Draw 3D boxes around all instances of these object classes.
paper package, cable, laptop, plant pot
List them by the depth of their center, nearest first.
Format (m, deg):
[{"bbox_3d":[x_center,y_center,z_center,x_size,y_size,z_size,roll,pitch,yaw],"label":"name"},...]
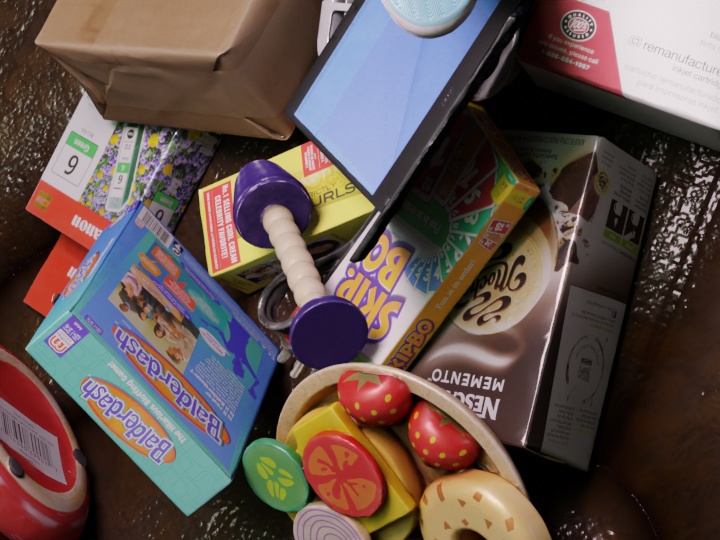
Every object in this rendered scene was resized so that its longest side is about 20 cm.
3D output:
[{"bbox_3d":[0.020,-0.123,1.386,0.103,0.200,0.178,33,107,0],"label":"laptop"},{"bbox_3d":[0.000,0.000,1.517,0.097,0.050,0.201,44,110,32],"label":"cable"},{"bbox_3d":[-0.105,-0.209,1.609,0.189,0.104,0.201,8,64,35],"label":"paper package"},{"bbox_3d":[-0.309,0.154,1.615,0.182,0.200,0.201,-33,58,14],"label":"plant pot"}]

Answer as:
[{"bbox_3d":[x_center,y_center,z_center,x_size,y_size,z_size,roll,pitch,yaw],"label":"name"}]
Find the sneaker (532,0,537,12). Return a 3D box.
[{"bbox_3d":[0.135,-0.241,1.498,0.088,0.075,0.202,-23,66,20],"label":"sneaker"}]

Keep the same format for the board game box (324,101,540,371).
[{"bbox_3d":[0.032,-0.004,1.427,0.201,0.030,0.096,-56,38,22],"label":"board game box"}]

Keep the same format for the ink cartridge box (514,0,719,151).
[{"bbox_3d":[0.202,-0.194,1.399,0.146,0.083,0.202,21,88,16],"label":"ink cartridge box"}]

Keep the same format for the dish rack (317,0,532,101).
[{"bbox_3d":[0.055,-0.215,1.470,0.171,0.043,0.202,11,95,42],"label":"dish rack"}]

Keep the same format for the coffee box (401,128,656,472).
[{"bbox_3d":[0.104,0.017,1.429,0.112,0.080,0.202,6,79,39],"label":"coffee box"}]

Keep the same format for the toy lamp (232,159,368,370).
[{"bbox_3d":[-0.046,-0.011,1.468,0.058,0.058,0.200,-47,31,14],"label":"toy lamp"}]

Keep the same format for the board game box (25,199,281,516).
[{"bbox_3d":[-0.132,0.054,1.484,0.045,0.152,0.200,-38,12,20],"label":"board game box"}]

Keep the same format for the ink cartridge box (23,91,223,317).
[{"bbox_3d":[-0.192,-0.050,1.685,0.109,0.050,0.201,29,92,38],"label":"ink cartridge box"}]

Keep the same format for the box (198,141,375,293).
[{"bbox_3d":[-0.019,-0.053,1.561,0.199,0.050,0.076,-21,65,29],"label":"box"}]

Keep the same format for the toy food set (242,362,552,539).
[{"bbox_3d":[0.024,0.149,1.404,0.200,0.049,0.198,51,136,-4],"label":"toy food set"}]

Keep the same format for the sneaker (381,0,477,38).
[{"bbox_3d":[0.036,-0.204,1.332,0.079,0.131,0.202,-5,64,0],"label":"sneaker"}]
